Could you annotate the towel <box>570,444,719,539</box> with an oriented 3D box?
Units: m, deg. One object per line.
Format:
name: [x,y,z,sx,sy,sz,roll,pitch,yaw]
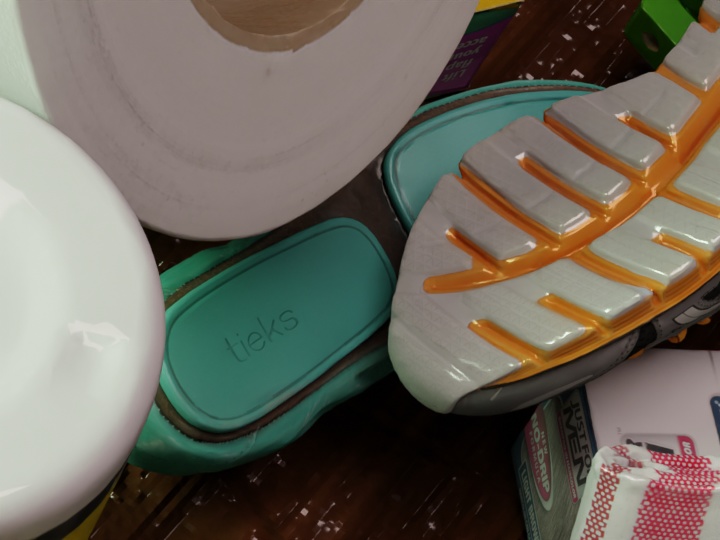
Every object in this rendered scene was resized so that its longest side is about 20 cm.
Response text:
towel: [0.135,0.120,0.801,0.199,0.147,0.030,6,19,-18]

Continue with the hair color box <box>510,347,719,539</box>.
hair color box: [0.151,0.081,0.866,0.199,0.061,0.100,3,56,-20]

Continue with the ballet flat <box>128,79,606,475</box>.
ballet flat: [0.000,0.000,0.853,0.200,0.070,0.068,-28,92,-35]

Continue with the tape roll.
tape roll: [-0.066,-0.121,0.730,0.139,0.203,0.203,19,46,32]

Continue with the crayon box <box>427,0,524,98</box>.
crayon box: [-0.077,-0.117,0.905,0.199,0.058,0.173,-16,66,-29]

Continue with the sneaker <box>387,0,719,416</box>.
sneaker: [0.092,-0.016,0.835,0.200,0.077,0.078,-36,52,-22]

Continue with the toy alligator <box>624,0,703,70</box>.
toy alligator: [0.126,-0.058,0.946,0.054,0.059,0.200,-24,70,-31]

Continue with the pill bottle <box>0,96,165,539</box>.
pill bottle: [-0.121,0.054,0.692,0.114,0.200,0.115,9,57,-15]
